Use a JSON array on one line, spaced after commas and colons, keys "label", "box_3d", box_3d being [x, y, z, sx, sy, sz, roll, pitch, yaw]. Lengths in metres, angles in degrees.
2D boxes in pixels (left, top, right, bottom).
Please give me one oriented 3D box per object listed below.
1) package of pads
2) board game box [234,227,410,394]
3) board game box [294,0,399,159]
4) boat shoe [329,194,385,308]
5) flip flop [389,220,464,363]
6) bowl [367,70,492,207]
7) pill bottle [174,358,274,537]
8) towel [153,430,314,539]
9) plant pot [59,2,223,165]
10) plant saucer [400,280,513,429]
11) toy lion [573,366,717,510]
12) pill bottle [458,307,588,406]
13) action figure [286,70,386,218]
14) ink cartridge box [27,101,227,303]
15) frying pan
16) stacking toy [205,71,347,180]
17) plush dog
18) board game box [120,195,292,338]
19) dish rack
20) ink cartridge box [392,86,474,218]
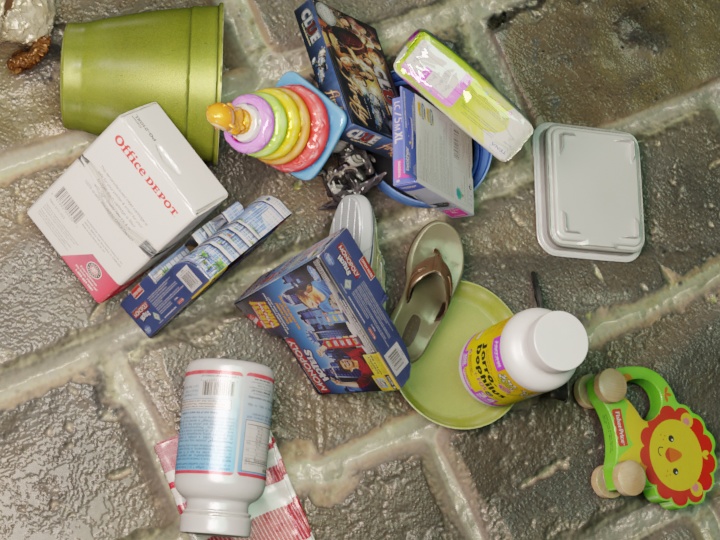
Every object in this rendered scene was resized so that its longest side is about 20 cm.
[{"label": "package of pads", "box_3d": [0.135, -0.234, 1.677, 0.200, 0.155, 0.068, 39, 102, -6]}, {"label": "board game box", "box_3d": [-0.052, 0.056, 1.573, 0.062, 0.200, 0.200, -46, 116, -36]}, {"label": "board game box", "box_3d": [-0.006, -0.247, 1.657, 0.135, 0.035, 0.201, 14, 51, -50]}, {"label": "boat shoe", "box_3d": [0.000, 0.000, 1.646, 0.062, 0.072, 0.201, -7, 107, -38]}, {"label": "flip flop", "box_3d": [0.087, 0.027, 1.657, 0.081, 0.058, 0.200, 28, 69, -10]}, {"label": "bowl", "box_3d": [0.084, -0.181, 1.753, 0.200, 0.039, 0.201, 5, 75, -18]}, {"label": "pill bottle", "box_3d": [-0.162, 0.210, 1.504, 0.108, 0.109, 0.201, 9, 75, -17]}, {"label": "towel", "box_3d": [-0.151, 0.279, 1.562, 0.144, 0.023, 0.201, -20, 84, -22]}, {"label": "plant pot", "box_3d": [-0.269, -0.234, 1.575, 0.192, 0.200, 0.201, 2, 75, -7]}, {"label": "plant saucer", "box_3d": [0.126, 0.113, 1.696, 0.199, 0.031, 0.201, 5, 75, -17]}, {"label": "toy lion", "box_3d": [0.402, 0.229, 1.751, 0.191, 0.069, 0.201, -4, 77, -27]}, {"label": "pill bottle", "box_3d": [0.206, 0.107, 1.600, 0.104, 0.200, 0.105, 5, 74, -18]}, {"label": "action figure", "box_3d": [-0.042, -0.153, 1.663, 0.102, 0.119, 0.201, 1, 66, -50]}, {"label": "ink cartridge box", "box_3d": [-0.276, -0.080, 1.509, 0.145, 0.200, 0.084, 52, 32, -1]}, {"label": "frying pan", "box_3d": [0.247, 0.084, 1.706, 0.031, 0.115, 0.191, -12, 79, -3]}, {"label": "stacking toy", "box_3d": [-0.119, -0.174, 1.513, 0.116, 0.110, 0.200, 40, 20, 21]}, {"label": "plush dog", "box_3d": [-0.453, -0.335, 1.561, 0.171, 0.160, 0.201, 4, 73, -42]}, {"label": "board game box", "box_3d": [-0.175, -0.027, 1.562, 0.062, 0.200, 0.200, 49, 52, -3]}, {"label": "dish rack", "box_3d": [0.333, -0.117, 1.822, 0.171, 0.044, 0.201, 5, 76, -19]}, {"label": "ink cartridge box", "box_3d": [0.088, -0.149, 1.640, 0.200, 0.042, 0.120, 24, 61, -59]}]
